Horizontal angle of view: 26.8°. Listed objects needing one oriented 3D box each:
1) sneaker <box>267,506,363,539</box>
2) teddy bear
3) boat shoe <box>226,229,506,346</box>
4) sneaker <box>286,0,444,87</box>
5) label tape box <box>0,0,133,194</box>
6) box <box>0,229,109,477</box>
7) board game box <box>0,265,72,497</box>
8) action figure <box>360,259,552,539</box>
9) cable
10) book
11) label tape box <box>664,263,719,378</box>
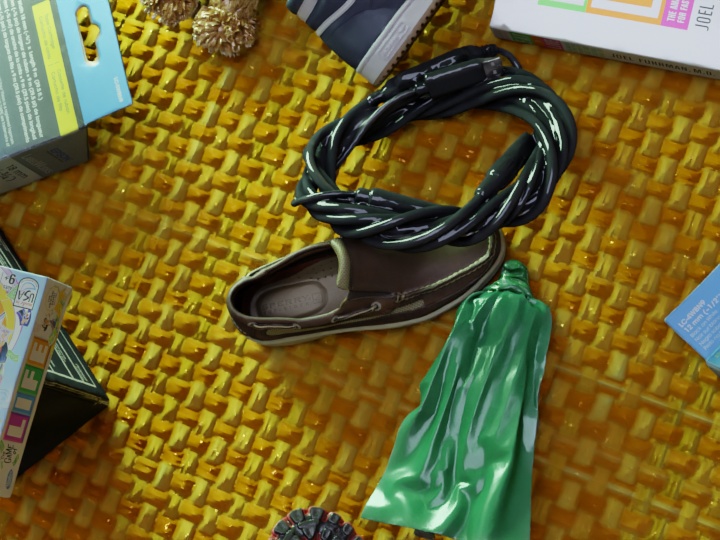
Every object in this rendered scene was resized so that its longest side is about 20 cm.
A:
[{"bbox_3d":[0.011,0.242,0.999,0.078,0.082,0.200,-33,83,-14],"label":"sneaker"},{"bbox_3d":[-0.089,-0.262,1.153,0.200,0.067,0.145,-43,71,3],"label":"teddy bear"},{"bbox_3d":[0.002,0.006,1.053,0.202,0.075,0.075,-21,71,11],"label":"boat shoe"},{"bbox_3d":[0.028,-0.244,1.094,0.108,0.070,0.200,35,88,0],"label":"sneaker"},{"bbox_3d":[-0.267,-0.145,1.178,0.200,0.063,0.145,-19,71,11],"label":"label tape box"},{"bbox_3d":[-0.309,0.040,1.072,0.123,0.198,0.200,-38,69,5],"label":"box"},{"bbox_3d":[-0.290,0.050,0.939,0.200,0.034,0.135,12,82,19],"label":"board game box"},{"bbox_3d":[0.084,0.085,1.021,0.118,0.055,0.200,11,73,20],"label":"action figure"},{"bbox_3d":[0.048,-0.074,1.051,0.200,0.051,0.163,-23,52,-2],"label":"cable"},{"bbox_3d":[0.204,-0.211,1.068,0.200,0.048,0.134,13,84,17],"label":"book"},{"bbox_3d":[0.311,0.045,0.957,0.143,0.066,0.200,-45,70,2],"label":"label tape box"}]
